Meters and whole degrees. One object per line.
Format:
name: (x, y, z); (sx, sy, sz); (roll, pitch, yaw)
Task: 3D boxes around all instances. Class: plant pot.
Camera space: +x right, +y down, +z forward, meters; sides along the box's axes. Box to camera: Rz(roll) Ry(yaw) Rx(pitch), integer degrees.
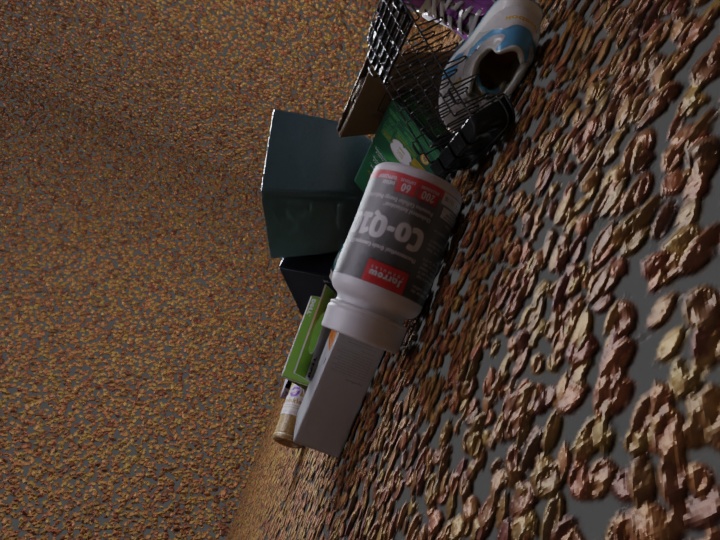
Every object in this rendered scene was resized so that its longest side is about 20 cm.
plant pot: (-0.062, -0.148, 1.131); (0.197, 0.199, 0.197); (93, 180, -57)

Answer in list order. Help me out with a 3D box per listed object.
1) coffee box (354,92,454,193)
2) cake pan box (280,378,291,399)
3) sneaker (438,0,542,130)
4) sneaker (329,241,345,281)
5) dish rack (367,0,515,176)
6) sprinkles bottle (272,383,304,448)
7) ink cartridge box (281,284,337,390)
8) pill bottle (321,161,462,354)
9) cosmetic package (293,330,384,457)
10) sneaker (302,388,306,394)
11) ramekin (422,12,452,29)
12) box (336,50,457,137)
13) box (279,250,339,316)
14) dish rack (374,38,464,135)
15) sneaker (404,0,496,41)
coffee box: (0.065, -0.155, 0.937); (0.044, 0.123, 0.200); (-29, -17, -30)
cake pan box: (-0.176, 0.269, 1.889); (0.200, 0.052, 0.185); (-76, 8, -55)
sneaker: (0.139, -0.222, 0.734); (0.200, 0.076, 0.081); (120, 168, -63)
sneaker: (0.000, 0.000, 0.973); (0.200, 0.077, 0.080); (35, 110, 65)
dish rack: (0.078, -0.213, 0.710); (0.054, 0.201, 0.153); (-29, -5, -17)
sprinkles bottle: (-0.123, 0.272, 1.332); (0.068, 0.068, 0.201); (123, 167, -60)
ink cartridge box: (-0.074, 0.113, 1.020); (0.149, 0.075, 0.200); (-70, -24, -16)
pill bottle: (0.034, -0.013, 0.732); (0.114, 0.113, 0.201); (158, 133, -82)
cosmetic package: (-0.027, 0.149, 0.900); (0.101, 0.071, 0.201); (-109, 41, -80)
sneaker: (-0.064, 0.148, 1.203); (0.100, 0.075, 0.201); (-109, 41, -79)
ramekin: (0.189, -0.475, 1.001); (0.203, 0.094, 0.202); (-59, 8, 14)
box: (0.078, -0.256, 0.912); (0.164, 0.199, 0.021); (126, 130, -61)
box: (-0.060, -0.027, 1.278); (0.197, 0.117, 0.201); (75, -151, -57)
dish rack: (0.115, -0.299, 1.055); (0.172, 0.044, 0.200); (-39, 9, 44)
sneaker: (0.117, -0.351, 0.847); (0.201, 0.114, 0.073); (57, 145, 35)
